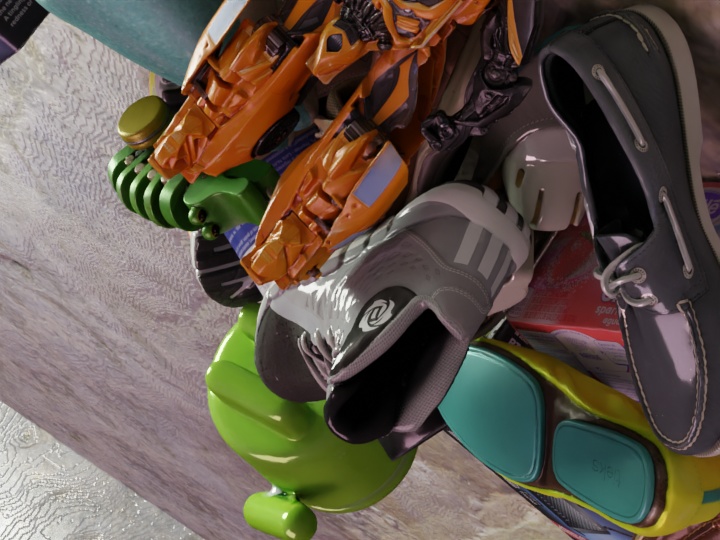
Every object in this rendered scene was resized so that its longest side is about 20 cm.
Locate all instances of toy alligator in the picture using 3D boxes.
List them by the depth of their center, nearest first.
[{"bbox_3d":[-0.081,-0.041,0.960,0.199,0.054,0.059,27,161,47],"label":"toy alligator"}]

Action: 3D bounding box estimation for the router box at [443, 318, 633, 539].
[{"bbox_3d":[0.133,0.112,1.291,0.200,0.062,0.150,40,162,-14],"label":"router box"}]

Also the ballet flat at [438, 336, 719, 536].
[{"bbox_3d":[0.111,0.081,0.922,0.066,0.068,0.200,-2,-165,-30],"label":"ballet flat"}]

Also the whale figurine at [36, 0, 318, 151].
[{"bbox_3d":[-0.103,-0.139,0.934,0.201,0.103,0.159,56,162,-3],"label":"whale figurine"}]

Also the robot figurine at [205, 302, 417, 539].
[{"bbox_3d":[-0.028,0.091,1.233,0.115,0.177,0.200,22,166,26],"label":"robot figurine"}]

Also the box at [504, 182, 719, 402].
[{"bbox_3d":[0.179,0.022,0.913,0.103,0.095,0.199,42,161,-24],"label":"box"}]

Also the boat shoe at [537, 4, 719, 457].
[{"bbox_3d":[0.118,-0.012,0.810,0.073,0.061,0.202,-1,101,56],"label":"boat shoe"}]

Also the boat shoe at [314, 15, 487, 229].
[{"bbox_3d":[0.017,-0.070,0.920,0.073,0.076,0.201,29,130,3],"label":"boat shoe"}]

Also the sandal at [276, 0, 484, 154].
[{"bbox_3d":[0.001,-0.104,0.975,0.200,0.058,0.080,29,162,18],"label":"sandal"}]

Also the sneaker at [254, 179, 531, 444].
[{"bbox_3d":[-0.007,0.041,0.885,0.075,0.116,0.200,37,139,-14],"label":"sneaker"}]

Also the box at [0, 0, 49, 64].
[{"bbox_3d":[-0.261,-0.214,1.066,0.198,0.124,0.200,41,161,-15],"label":"box"}]

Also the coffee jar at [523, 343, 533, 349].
[{"bbox_3d":[0.165,0.087,1.110,0.103,0.086,0.200,20,170,-23],"label":"coffee jar"}]

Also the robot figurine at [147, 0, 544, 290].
[{"bbox_3d":[-0.008,-0.092,0.835,0.145,0.058,0.200,46,122,12],"label":"robot figurine"}]

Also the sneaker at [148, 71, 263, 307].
[{"bbox_3d":[-0.087,-0.070,1.158,0.090,0.077,0.202,-129,25,-53],"label":"sneaker"}]

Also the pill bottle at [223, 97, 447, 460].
[{"bbox_3d":[0.000,0.000,1.050,0.201,0.111,0.112,58,164,6],"label":"pill bottle"}]

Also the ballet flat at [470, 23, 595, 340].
[{"bbox_3d":[0.083,-0.033,0.898,0.067,0.064,0.201,5,144,-20],"label":"ballet flat"}]

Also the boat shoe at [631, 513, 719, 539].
[{"bbox_3d":[0.221,0.128,0.978,0.072,0.068,0.200,27,127,-31],"label":"boat shoe"}]
